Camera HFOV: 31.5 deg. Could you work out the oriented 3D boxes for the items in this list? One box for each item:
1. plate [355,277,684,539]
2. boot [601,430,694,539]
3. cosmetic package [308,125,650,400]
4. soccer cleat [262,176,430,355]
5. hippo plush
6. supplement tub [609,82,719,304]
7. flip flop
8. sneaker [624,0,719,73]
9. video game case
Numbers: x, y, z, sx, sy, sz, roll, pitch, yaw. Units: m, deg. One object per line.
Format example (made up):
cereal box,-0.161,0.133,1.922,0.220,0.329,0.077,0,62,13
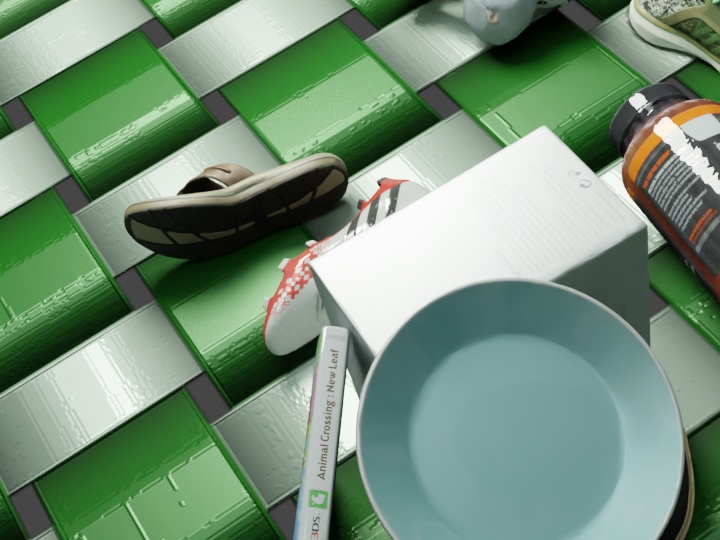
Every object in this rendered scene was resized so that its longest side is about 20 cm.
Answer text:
plate,0.096,0.102,0.773,0.200,0.026,0.201,1,71,-4
boot,0.178,0.153,0.849,0.077,0.138,0.200,9,56,20
cosmetic package,0.092,0.040,0.917,0.200,0.200,0.123,-31,53,-11
soccer cleat,0.000,0.000,1.057,0.085,0.069,0.200,27,59,34
hippo plush,0.133,-0.303,1.230,0.200,0.159,0.161,-42,85,0
supplement tub,0.278,-0.063,1.008,0.107,0.107,0.200,-26,52,-7
flip flop,-0.110,-0.067,1.125,0.200,0.081,0.058,-19,56,-6
sneaker,0.325,-0.230,1.133,0.200,0.089,0.077,25,63,28
video game case,-0.033,0.166,0.855,0.022,0.200,0.182,7,54,-2
